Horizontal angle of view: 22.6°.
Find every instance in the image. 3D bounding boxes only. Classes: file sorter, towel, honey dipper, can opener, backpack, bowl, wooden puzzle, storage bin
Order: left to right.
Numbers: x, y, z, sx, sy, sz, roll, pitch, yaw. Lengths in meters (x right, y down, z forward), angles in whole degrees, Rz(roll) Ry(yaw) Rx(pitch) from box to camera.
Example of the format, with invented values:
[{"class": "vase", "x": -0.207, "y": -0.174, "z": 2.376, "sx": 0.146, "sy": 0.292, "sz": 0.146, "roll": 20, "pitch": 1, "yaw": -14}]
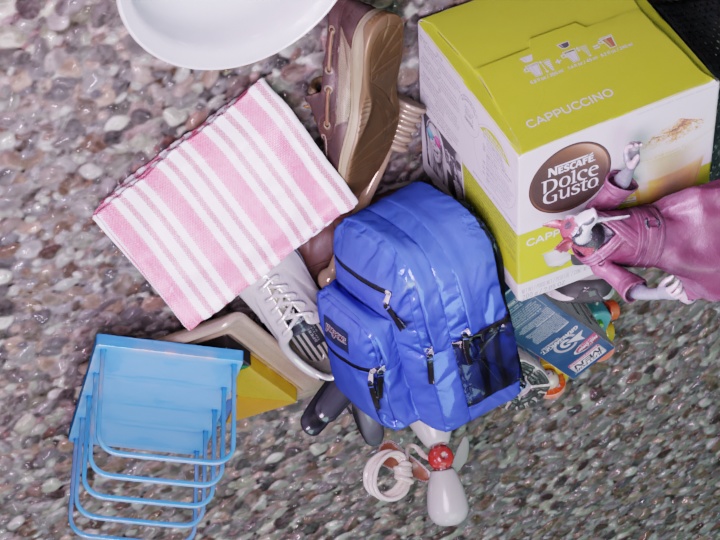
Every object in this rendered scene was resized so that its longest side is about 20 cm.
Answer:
[{"class": "file sorter", "x": -0.202, "y": 0.168, "z": 1.723, "sx": 0.139, "sy": 0.123, "sz": 0.200, "roll": 8, "pitch": 147, "yaw": -13}, {"class": "wooden puzzle", "x": -0.148, "y": 0.111, "z": 1.775, "sx": 0.185, "sy": 0.037, "sz": 0.200, "roll": -19, "pitch": 149, "yaw": 24}, {"class": "bowl", "x": -0.109, "y": -0.261, "z": 1.404, "sx": 0.201, "sy": 0.090, "sz": 0.201, "roll": -18, "pitch": 140, "yaw": -16}, {"class": "towel", "x": -0.120, "y": -0.057, "z": 1.604, "sx": 0.200, "sy": 0.030, "sz": 0.146, "roll": -37, "pitch": 105, "yaw": 8}, {"class": "can opener", "x": -0.007, "y": 0.109, "z": 1.900, "sx": 0.053, "sy": 0.066, "sz": 0.200, "roll": -30, "pitch": 137, "yaw": -2}, {"class": "can opener", "x": 0.000, "y": 0.096, "z": 1.775, "sx": 0.063, "sy": 0.079, "sz": 0.200, "roll": -56, "pitch": 173, "yaw": 36}, {"class": "honey dipper", "x": 0.005, "y": -0.070, "z": 1.687, "sx": 0.038, "sy": 0.038, "sz": 0.200, "roll": 12, "pitch": 109, "yaw": -41}, {"class": "backpack", "x": 0.051, "y": 0.033, "z": 1.650, "sx": 0.168, "sy": 0.162, "sz": 0.200, "roll": -26, "pitch": 125, "yaw": -27}, {"class": "storage bin", "x": 0.324, "y": -0.155, "z": 1.760, "sx": 0.094, "sy": 0.135, "sz": 0.200, "roll": -11, "pitch": 138, "yaw": -24}]

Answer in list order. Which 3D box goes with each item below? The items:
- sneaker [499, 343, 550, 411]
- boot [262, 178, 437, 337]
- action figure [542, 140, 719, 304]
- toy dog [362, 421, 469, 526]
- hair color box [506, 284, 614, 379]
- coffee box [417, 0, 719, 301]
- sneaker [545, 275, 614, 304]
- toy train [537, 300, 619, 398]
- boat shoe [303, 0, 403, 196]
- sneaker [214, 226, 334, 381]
[{"class": "sneaker", "x": 0.111, "y": 0.064, "z": 1.861, "sx": 0.078, "sy": 0.090, "sz": 0.200, "roll": -38, "pitch": 120, "yaw": 17}, {"class": "boot", "x": 0.000, "y": 0.000, "z": 1.785, "sx": 0.200, "sy": 0.064, "sz": 0.186, "roll": -17, "pitch": 140, "yaw": -20}, {"class": "action figure", "x": 0.247, "y": -0.037, "z": 1.579, "sx": 0.200, "sy": 0.134, "sz": 0.149, "roll": 2, "pitch": 175, "yaw": -18}, {"class": "toy dog", "x": 0.064, "y": 0.167, "z": 1.907, "sx": 0.132, "sy": 0.200, "sz": 0.096, "roll": 16, "pitch": 164, "yaw": -16}, {"class": "hair color box", "x": 0.172, "y": 0.030, "z": 1.839, "sx": 0.061, "sy": 0.100, "sz": 0.200, "roll": -40, "pitch": 140, "yaw": 15}, {"class": "coffee box", "x": 0.185, "y": -0.132, "z": 1.646, "sx": 0.200, "sy": 0.200, "sz": 0.198, "roll": -21, "pitch": 141, "yaw": -13}, {"class": "sneaker", "x": 0.210, "y": -0.038, "z": 1.787, "sx": 0.074, "sy": 0.200, "sz": 0.080, "roll": -1, "pitch": 123, "yaw": -4}, {"class": "toy train", "x": 0.207, "y": 0.095, "z": 2.025, "sx": 0.200, "sy": 0.056, "sz": 0.150, "roll": -40, "pitch": 141, "yaw": 12}, {"class": "boat shoe", "x": -0.012, "y": -0.154, "z": 1.605, "sx": 0.072, "sy": 0.072, "sz": 0.200, "roll": -39, "pitch": 148, "yaw": -38}, {"class": "sneaker", "x": -0.068, "y": 0.026, "z": 1.681, "sx": 0.073, "sy": 0.071, "sz": 0.200, "roll": -38, "pitch": 127, "yaw": 4}]
